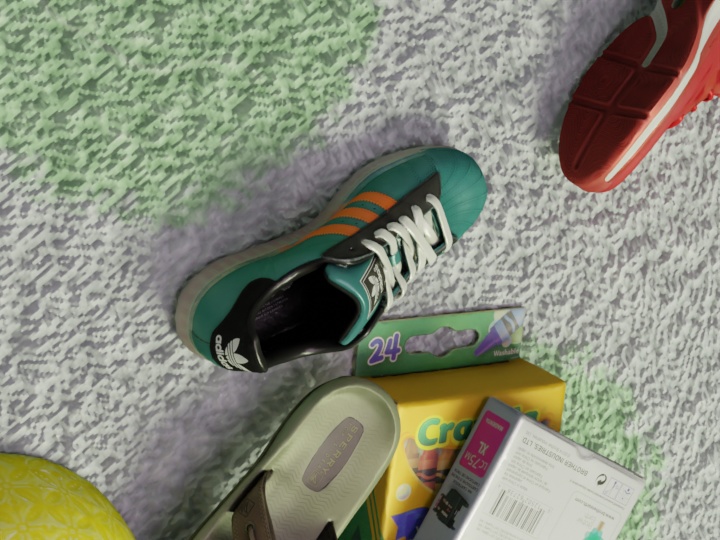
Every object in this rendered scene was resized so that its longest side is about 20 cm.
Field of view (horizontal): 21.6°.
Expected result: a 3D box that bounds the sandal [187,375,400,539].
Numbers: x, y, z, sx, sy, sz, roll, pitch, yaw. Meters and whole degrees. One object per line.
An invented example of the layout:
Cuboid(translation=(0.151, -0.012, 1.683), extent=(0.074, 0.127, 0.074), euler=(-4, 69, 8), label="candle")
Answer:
Cuboid(translation=(-0.042, 0.146, 1.016), extent=(0.080, 0.057, 0.202), euler=(34, 80, -22), label="sandal")

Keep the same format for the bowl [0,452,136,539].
Cuboid(translation=(-0.181, 0.204, 0.963), extent=(0.199, 0.107, 0.202), euler=(-11, 111, -30), label="bowl")

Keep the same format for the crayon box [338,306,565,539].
Cuboid(translation=(0.052, 0.129, 1.126), extent=(0.125, 0.051, 0.202), euler=(-5, 108, -32), label="crayon box")

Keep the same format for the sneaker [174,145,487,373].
Cuboid(translation=(0.000, 0.000, 1.027), extent=(0.199, 0.080, 0.072), euler=(-32, 121, -21), label="sneaker")

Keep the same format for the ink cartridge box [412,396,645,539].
Cuboid(translation=(0.075, 0.186, 1.105), extent=(0.119, 0.042, 0.201), euler=(29, 87, -37), label="ink cartridge box")

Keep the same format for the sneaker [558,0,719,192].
Cuboid(translation=(0.209, -0.111, 1.132), extent=(0.115, 0.078, 0.201), euler=(38, 85, -35), label="sneaker")
